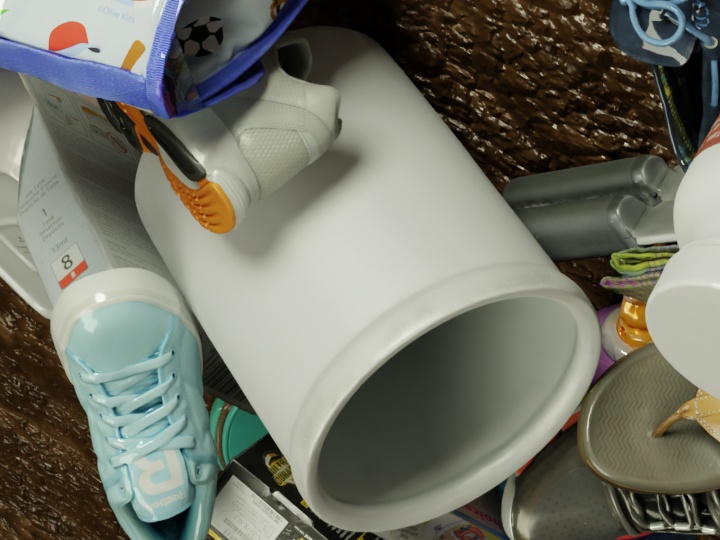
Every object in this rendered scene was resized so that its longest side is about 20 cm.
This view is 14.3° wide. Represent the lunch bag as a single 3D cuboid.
[{"bbox_3d":[-0.106,-0.164,1.318,0.169,0.200,0.124,18,148,25],"label":"lunch bag"}]

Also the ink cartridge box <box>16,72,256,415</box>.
[{"bbox_3d":[-0.128,-0.026,1.549,0.162,0.050,0.200,28,-158,-46],"label":"ink cartridge box"}]

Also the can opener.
[{"bbox_3d":[0.146,-0.020,1.438,0.067,0.053,0.200,48,150,-23],"label":"can opener"}]

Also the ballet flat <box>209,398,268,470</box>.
[{"bbox_3d":[-0.058,0.111,1.844,0.071,0.067,0.200,63,179,40],"label":"ballet flat"}]

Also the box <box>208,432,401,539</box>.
[{"bbox_3d":[0.010,0.148,1.613,0.159,0.200,0.049,38,110,7],"label":"box"}]

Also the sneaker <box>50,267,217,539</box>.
[{"bbox_3d":[-0.104,0.079,1.454,0.200,0.074,0.082,75,172,-53],"label":"sneaker"}]

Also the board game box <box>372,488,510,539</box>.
[{"bbox_3d":[0.086,0.140,1.637,0.199,0.135,0.034,29,112,-22],"label":"board game box"}]

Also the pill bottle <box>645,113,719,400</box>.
[{"bbox_3d":[0.199,-0.041,1.191,0.112,0.200,0.112,26,152,15],"label":"pill bottle"}]

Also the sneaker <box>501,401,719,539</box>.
[{"bbox_3d":[0.167,0.102,1.469,0.199,0.082,0.077,-25,126,6],"label":"sneaker"}]

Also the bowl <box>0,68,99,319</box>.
[{"bbox_3d":[-0.181,-0.040,1.724,0.200,0.075,0.200,47,153,-24],"label":"bowl"}]

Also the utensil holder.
[{"bbox_3d":[0.000,0.000,1.430,0.200,0.169,0.170,56,166,33],"label":"utensil holder"}]

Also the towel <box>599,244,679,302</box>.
[{"bbox_3d":[0.230,0.008,1.373,0.143,0.023,0.199,18,165,-36],"label":"towel"}]

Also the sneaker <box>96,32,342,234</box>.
[{"bbox_3d":[-0.075,-0.097,1.384,0.200,0.092,0.076,49,163,42],"label":"sneaker"}]

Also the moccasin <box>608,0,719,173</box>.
[{"bbox_3d":[0.143,-0.112,1.253,0.081,0.068,0.200,50,172,52],"label":"moccasin"}]

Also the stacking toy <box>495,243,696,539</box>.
[{"bbox_3d":[0.142,0.058,1.536,0.109,0.116,0.201,-4,136,-17],"label":"stacking toy"}]

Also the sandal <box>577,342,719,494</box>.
[{"bbox_3d":[0.207,0.070,1.416,0.199,0.082,0.055,2,167,5],"label":"sandal"}]
